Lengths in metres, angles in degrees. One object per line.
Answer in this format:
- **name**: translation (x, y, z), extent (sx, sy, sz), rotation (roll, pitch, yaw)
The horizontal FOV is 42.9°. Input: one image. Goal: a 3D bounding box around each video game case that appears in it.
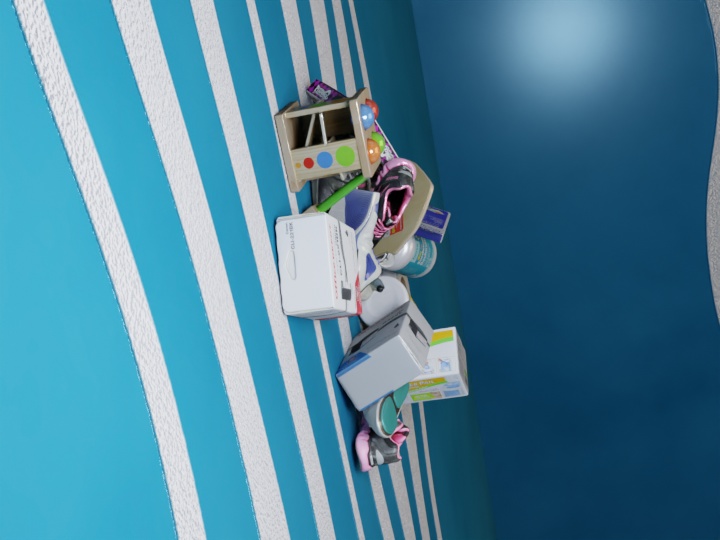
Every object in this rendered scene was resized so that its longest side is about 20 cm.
- **video game case**: translation (0.001, -0.244, 1.683), extent (0.181, 0.036, 0.201), rotation (41, -8, 42)

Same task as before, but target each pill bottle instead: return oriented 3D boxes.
- **pill bottle**: translation (0.091, -0.049, 2.084), extent (0.199, 0.109, 0.114), rotation (14, 67, -62)
- **pill bottle**: translation (0.066, 0.095, 1.924), extent (0.200, 0.109, 0.114), rotation (56, 29, -66)

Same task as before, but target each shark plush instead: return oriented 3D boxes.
- **shark plush**: translation (0.000, 0.000, 1.789), extent (0.083, 0.090, 0.201), rotation (46, 28, -13)

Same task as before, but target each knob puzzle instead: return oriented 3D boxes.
- **knob puzzle**: translation (0.067, -0.122, 1.743), extent (0.030, 0.217, 0.225), rotation (20, 58, -42)

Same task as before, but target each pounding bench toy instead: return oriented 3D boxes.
- **pounding bench toy**: translation (-0.035, -0.182, 1.512), extent (0.125, 0.152, 0.205), rotation (-66, 146, -68)

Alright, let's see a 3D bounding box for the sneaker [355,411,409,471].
- **sneaker**: translation (0.048, 0.298, 1.711), extent (0.201, 0.093, 0.081), rotation (-78, 155, -62)

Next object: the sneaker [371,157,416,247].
- **sneaker**: translation (0.037, -0.099, 1.631), extent (0.202, 0.078, 0.096), rotation (-59, -154, 29)

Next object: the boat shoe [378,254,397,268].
- **boat shoe**: translation (0.032, -0.042, 1.897), extent (0.066, 0.073, 0.200), rotation (56, 10, 33)

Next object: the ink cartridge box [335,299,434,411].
- **ink cartridge box**: translation (0.048, 0.152, 1.683), extent (0.084, 0.144, 0.200), rotation (53, 17, -8)

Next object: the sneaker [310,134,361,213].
- **sneaker**: translation (-0.029, -0.143, 1.624), extent (0.076, 0.111, 0.205), rotation (-3, 88, -77)

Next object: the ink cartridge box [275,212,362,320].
- **ink cartridge box**: translation (-0.062, -0.002, 1.440), extent (0.200, 0.082, 0.148), rotation (20, 63, -76)

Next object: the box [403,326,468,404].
- **box**: translation (0.110, 0.198, 1.854), extent (0.113, 0.195, 0.103), rotation (60, 24, -55)

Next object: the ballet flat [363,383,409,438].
- **ballet flat**: translation (0.040, 0.249, 1.666), extent (0.200, 0.068, 0.071), rotation (-55, 136, -64)

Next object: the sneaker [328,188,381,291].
- **sneaker**: translation (-0.009, -0.040, 1.605), extent (0.115, 0.079, 0.204), rotation (11, 93, -64)

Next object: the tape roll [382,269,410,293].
- **tape roll**: translation (0.092, 0.072, 2.237), extent (0.203, 0.036, 0.208), rotation (-8, 90, -78)

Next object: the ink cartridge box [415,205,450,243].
- **ink cartridge box**: translation (0.094, -0.117, 2.001), extent (0.200, 0.194, 0.048), rotation (-58, 166, -69)

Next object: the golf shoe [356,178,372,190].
- **golf shoe**: translation (-0.015, -0.130, 1.703), extent (0.088, 0.076, 0.205), rotation (-9, -84, 63)
